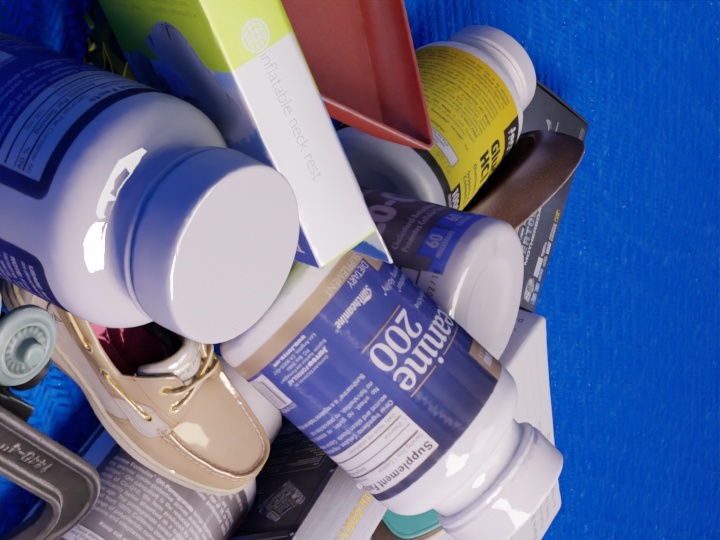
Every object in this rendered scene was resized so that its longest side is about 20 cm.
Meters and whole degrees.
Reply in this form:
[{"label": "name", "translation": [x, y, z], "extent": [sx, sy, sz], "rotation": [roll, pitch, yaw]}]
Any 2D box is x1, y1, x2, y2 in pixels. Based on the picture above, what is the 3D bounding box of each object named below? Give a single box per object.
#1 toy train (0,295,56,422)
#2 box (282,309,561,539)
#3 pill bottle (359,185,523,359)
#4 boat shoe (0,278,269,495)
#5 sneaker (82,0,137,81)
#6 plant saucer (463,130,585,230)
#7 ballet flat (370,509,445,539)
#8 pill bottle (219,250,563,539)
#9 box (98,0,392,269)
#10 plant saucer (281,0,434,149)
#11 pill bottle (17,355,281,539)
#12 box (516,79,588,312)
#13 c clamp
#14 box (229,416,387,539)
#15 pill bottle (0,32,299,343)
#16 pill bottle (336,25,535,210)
[{"label": "toy train", "translation": [-0.236, 0.041, 0.757], "extent": [0.114, 0.085, 0.200], "rotation": [-61, 149, -7]}, {"label": "box", "translation": [0.034, 0.126, 1.143], "extent": [0.131, 0.199, 0.200], "rotation": [-48, 141, -40]}, {"label": "pill bottle", "translation": [0.000, 0.000, 1.027], "extent": [0.114, 0.199, 0.114], "rotation": [-36, 133, -50]}, {"label": "boat shoe", "translation": [-0.121, 0.055, 0.874], "extent": [0.200, 0.069, 0.074], "rotation": [44, 52, -18]}, {"label": "sneaker", "translation": [-0.136, -0.106, 0.868], "extent": [0.074, 0.084, 0.201], "rotation": [-111, -178, -73]}, {"label": "plant saucer", "translation": [0.092, -0.053, 1.218], "extent": [0.032, 0.200, 0.200], "rotation": [50, 50, -11]}, {"label": "ballet flat", "translation": [0.017, 0.169, 1.031], "extent": [0.070, 0.200, 0.070], "rotation": [50, 17, -22]}, {"label": "pill bottle", "translation": [0.023, 0.074, 0.901], "extent": [0.111, 0.200, 0.111], "rotation": [-46, -173, 7]}, {"label": "box", "translation": [-0.066, -0.085, 0.791], "extent": [0.048, 0.122, 0.200], "rotation": [-37, 121, -24]}, {"label": "plant saucer", "translation": [-0.041, -0.181, 0.937], "extent": [0.199, 0.037, 0.201], "rotation": [19, 53, -50]}, {"label": "pill bottle", "translation": [-0.135, 0.148, 0.946], "extent": [0.200, 0.110, 0.111], "rotation": [-54, 144, -34]}, {"label": "box", "translation": [0.141, -0.069, 1.400], "extent": [0.158, 0.051, 0.201], "rotation": [22, 83, -60]}, {"label": "c clamp", "translation": [-0.233, 0.126, 0.774], "extent": [0.171, 0.027, 0.200], "rotation": [-39, 146, 7]}, {"label": "box", "translation": [-0.060, 0.167, 1.008], "extent": [0.048, 0.200, 0.159], "rotation": [44, 56, -18]}, {"label": "pill bottle", "translation": [-0.134, -0.039, 0.758], "extent": [0.120, 0.200, 0.120], "rotation": [-33, 134, -41]}, {"label": "pill bottle", "translation": [0.056, -0.106, 1.169], "extent": [0.200, 0.112, 0.113], "rotation": [-49, 141, -39]}]
